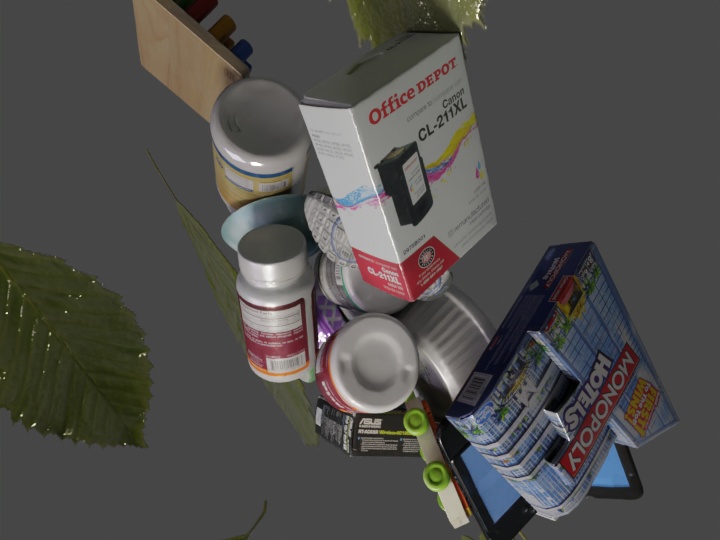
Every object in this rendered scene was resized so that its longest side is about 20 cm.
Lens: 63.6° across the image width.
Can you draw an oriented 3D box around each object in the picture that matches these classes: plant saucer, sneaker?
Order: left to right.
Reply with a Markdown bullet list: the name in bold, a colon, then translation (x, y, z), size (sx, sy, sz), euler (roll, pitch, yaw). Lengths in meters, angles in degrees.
- **plant saucer**: translation (-0.117, -0.051, 0.902), size (0.202, 0.193, 0.040), euler (113, 148, -64)
- **sneaker**: translation (0.022, -0.041, 0.694), size (0.196, 0.088, 0.075), euler (30, 127, -10)

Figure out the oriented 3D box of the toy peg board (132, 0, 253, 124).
- **toy peg board**: translation (-0.237, -0.341, 0.897), size (0.197, 0.099, 0.200), euler (39, 159, -4)

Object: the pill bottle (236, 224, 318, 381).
- **pill bottle**: translation (-0.119, 0.048, 0.839), size (0.113, 0.112, 0.206), euler (33, 137, 39)

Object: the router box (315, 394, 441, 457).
- **router box**: translation (0.043, 0.244, 0.914), size (0.149, 0.194, 0.065), euler (-4, 78, 64)

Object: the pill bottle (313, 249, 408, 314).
- **pill bottle**: translation (0.000, 0.000, 0.831), size (0.115, 0.112, 0.199), euler (57, 165, -11)

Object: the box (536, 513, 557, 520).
- **box**: translation (0.220, 0.291, 0.880), size (0.118, 0.060, 0.199), euler (56, 158, -6)

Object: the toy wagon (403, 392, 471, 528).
- **toy wagon**: translation (0.092, 0.231, 0.774), size (0.156, 0.038, 0.204), euler (66, -177, -57)

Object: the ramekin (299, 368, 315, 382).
- **ramekin**: translation (-0.114, 0.110, 1.098), size (0.200, 0.097, 0.203), euler (43, 155, 25)

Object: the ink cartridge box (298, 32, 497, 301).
- **ink cartridge box**: translation (0.045, -0.100, 0.564), size (0.082, 0.145, 0.204), euler (23, 143, 47)

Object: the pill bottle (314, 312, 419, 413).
- **pill bottle**: translation (-0.002, 0.129, 0.770), size (0.115, 0.113, 0.200), euler (52, 162, 3)

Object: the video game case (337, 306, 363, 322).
- **video game case**: translation (0.012, 0.130, 1.021), size (0.185, 0.023, 0.200), euler (57, 168, -7)

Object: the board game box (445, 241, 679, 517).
- **board game box**: translation (0.206, 0.119, 0.546), size (0.200, 0.202, 0.061), euler (44, 161, -17)

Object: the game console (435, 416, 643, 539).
- **game console**: translation (0.207, 0.225, 0.673), size (0.118, 0.170, 0.204), euler (14, 136, 62)

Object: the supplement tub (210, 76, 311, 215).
- **supplement tub**: translation (-0.147, -0.165, 0.862), size (0.145, 0.143, 0.201), euler (48, 157, 11)

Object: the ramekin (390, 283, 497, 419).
- **ramekin**: translation (0.105, 0.115, 0.816), size (0.202, 0.093, 0.205), euler (44, 156, 25)

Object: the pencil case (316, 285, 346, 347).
- **pencil case**: translation (-0.053, 0.107, 0.975), size (0.203, 0.083, 0.085), euler (55, 158, -9)
